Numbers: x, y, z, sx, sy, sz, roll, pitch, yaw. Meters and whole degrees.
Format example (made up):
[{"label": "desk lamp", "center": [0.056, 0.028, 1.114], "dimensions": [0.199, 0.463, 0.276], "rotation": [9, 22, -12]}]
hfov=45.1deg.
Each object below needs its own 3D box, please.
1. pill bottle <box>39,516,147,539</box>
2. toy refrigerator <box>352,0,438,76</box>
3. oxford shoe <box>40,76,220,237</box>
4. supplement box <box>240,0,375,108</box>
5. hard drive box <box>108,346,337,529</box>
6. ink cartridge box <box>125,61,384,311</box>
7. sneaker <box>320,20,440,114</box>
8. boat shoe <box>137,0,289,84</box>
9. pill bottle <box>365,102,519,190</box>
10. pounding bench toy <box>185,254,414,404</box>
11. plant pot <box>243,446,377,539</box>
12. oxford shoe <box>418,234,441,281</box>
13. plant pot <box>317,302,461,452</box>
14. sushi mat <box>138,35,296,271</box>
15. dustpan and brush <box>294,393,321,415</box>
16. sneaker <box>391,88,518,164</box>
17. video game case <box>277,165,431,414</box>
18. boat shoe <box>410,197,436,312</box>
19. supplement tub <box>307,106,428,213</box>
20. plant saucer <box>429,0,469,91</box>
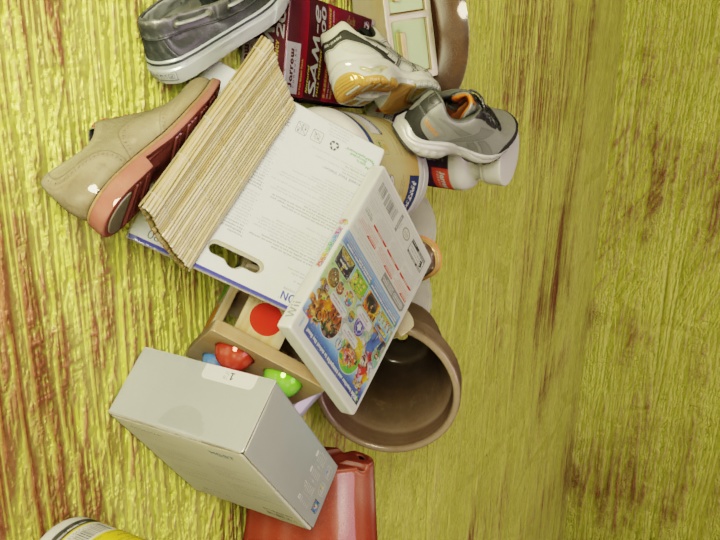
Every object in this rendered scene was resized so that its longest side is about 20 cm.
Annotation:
[{"label": "pill bottle", "center": [-0.188, 0.294, 0.746], "dimensions": [0.111, 0.200, 0.111], "rotation": [-35, 131, -55]}, {"label": "toy refrigerator", "center": [0.039, -0.333, 1.059], "dimensions": [0.076, 0.070, 0.200], "rotation": [-19, 110, -33]}, {"label": "oxford shoe", "center": [-0.185, -0.116, 0.728], "dimensions": [0.200, 0.075, 0.070], "rotation": [-59, 179, -44]}, {"label": "supplement box", "center": [-0.056, -0.243, 0.971], "dimensions": [0.200, 0.061, 0.109], "rotation": [-13, 111, -62]}, {"label": "hard drive box", "center": [-0.130, 0.172, 0.872], "dimensions": [0.077, 0.156, 0.200], "rotation": [-66, 153, -27]}, {"label": "ink cartridge box", "center": [-0.097, -0.072, 0.830], "dimensions": [0.041, 0.199, 0.200], "rotation": [-29, -143, 64]}, {"label": "sneaker", "center": [0.026, -0.232, 0.973], "dimensions": [0.200, 0.076, 0.088], "rotation": [-5, 72, -63]}, {"label": "boat shoe", "center": [-0.128, -0.251, 0.801], "dimensions": [0.200, 0.072, 0.071], "rotation": [-56, 151, -37]}, {"label": "pill bottle", "center": [0.108, -0.169, 1.181], "dimensions": [0.111, 0.200, 0.112], "rotation": [-36, 131, -55]}, {"label": "pounding bench toy", "center": [-0.055, 0.069, 0.901], "dimensions": [0.124, 0.200, 0.156], "rotation": [-36, -153, 62]}, {"label": "plant pot", "center": [-0.061, 0.324, 1.060], "dimensions": [0.201, 0.200, 0.196], "rotation": [4, 87, -65]}, {"label": "oxford shoe", "center": [0.000, 0.000, 1.026], "dimensions": [0.073, 0.200, 0.071], "rotation": [-29, 107, -56]}, {"label": "plant pot", "center": [0.046, 0.127, 1.226], "dimensions": [0.175, 0.200, 0.201], "rotation": [-70, 161, -65]}, {"label": "sushi mat", "center": [-0.119, -0.102, 0.763], "dimensions": [0.200, 0.012, 0.096], "rotation": [-60, 154, -22]}, {"label": "dustpan and brush", "center": [-0.078, 0.068, 1.042], "dimensions": [0.140, 0.057, 0.200], "rotation": [-47, 114, -24]}, {"label": "sneaker", "center": [0.130, -0.176, 1.031], "dimensions": [0.200, 0.074, 0.079], "rotation": [-9, 151, -45]}, {"label": "video game case", "center": [0.002, 0.018, 0.842], "dimensions": [0.200, 0.018, 0.143], "rotation": [-61, 140, -30]}, {"label": "boat shoe", "center": [0.077, -0.019, 1.341], "dimensions": [0.060, 0.074, 0.200], "rotation": [155, -66, -71]}, {"label": "supplement tub", "center": [-0.012, -0.112, 1.016], "dimensions": [0.200, 0.144, 0.145], "rotation": [-11, 110, -63]}, {"label": "plant saucer", "center": [0.081, -0.319, 1.131], "dimensions": [0.032, 0.200, 0.200], "rotation": [-14, 121, -18]}]
